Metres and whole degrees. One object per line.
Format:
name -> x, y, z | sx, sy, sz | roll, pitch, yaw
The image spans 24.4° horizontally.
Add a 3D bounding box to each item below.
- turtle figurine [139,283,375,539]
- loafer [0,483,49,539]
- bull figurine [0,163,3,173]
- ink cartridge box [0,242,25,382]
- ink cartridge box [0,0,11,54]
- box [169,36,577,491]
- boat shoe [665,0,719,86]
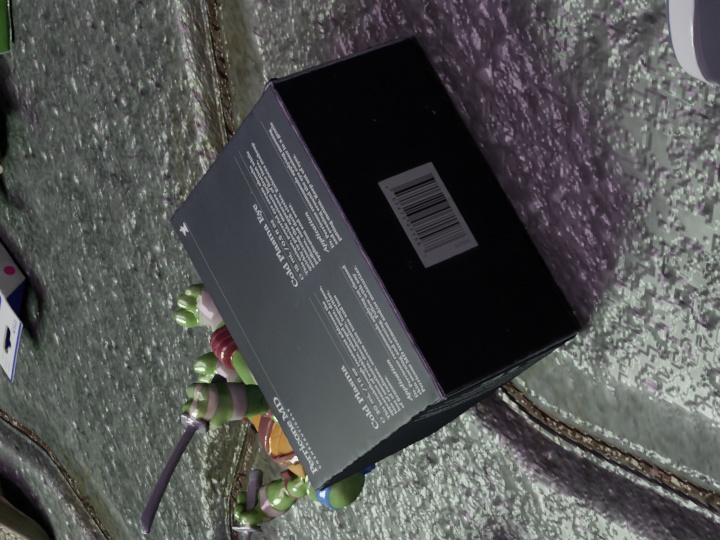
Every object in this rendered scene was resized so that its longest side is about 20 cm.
turtle figurine -> -0.092, 0.111, 1.127 | 0.200, 0.144, 0.194 | -46, 41, 12
loafer -> -0.400, 0.256, 1.780 | 0.200, 0.068, 0.076 | 22, 130, 29
bull figurine -> -0.347, -0.105, 1.457 | 0.200, 0.065, 0.122 | 103, 157, -51
ink cartridge box -> -0.364, 0.003, 1.591 | 0.200, 0.037, 0.095 | 53, 145, 25
ink cartridge box -> -0.397, -0.201, 1.353 | 0.104, 0.200, 0.059 | 39, 137, 37
box -> 0.000, 0.000, 0.982 | 0.200, 0.104, 0.182 | 61, 147, 9
boat shoe -> 0.147, -0.180, 0.692 | 0.065, 0.073, 0.201 | 30, 123, 50
